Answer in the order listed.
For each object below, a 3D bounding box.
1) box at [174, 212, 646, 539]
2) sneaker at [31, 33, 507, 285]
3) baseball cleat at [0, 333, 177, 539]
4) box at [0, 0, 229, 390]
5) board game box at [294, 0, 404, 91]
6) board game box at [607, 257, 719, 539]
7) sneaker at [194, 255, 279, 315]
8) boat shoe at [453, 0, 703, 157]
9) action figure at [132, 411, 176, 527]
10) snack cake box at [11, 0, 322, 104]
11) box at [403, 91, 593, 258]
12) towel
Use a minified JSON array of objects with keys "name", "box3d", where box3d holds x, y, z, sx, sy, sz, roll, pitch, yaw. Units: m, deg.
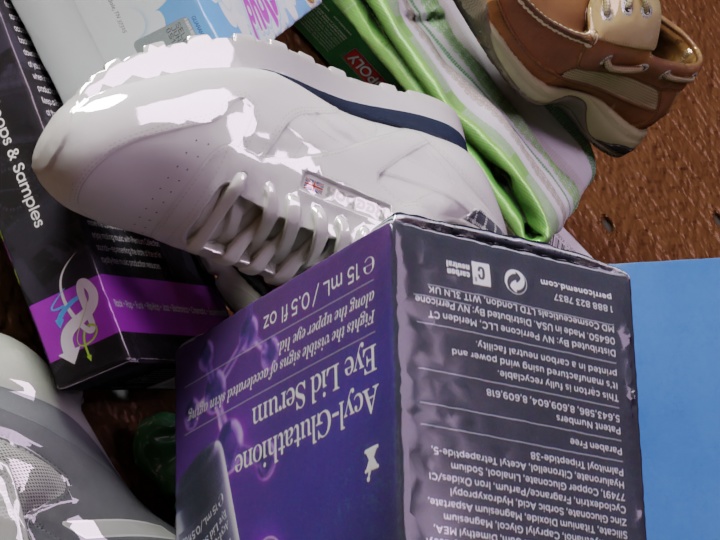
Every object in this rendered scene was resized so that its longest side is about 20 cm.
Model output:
[{"name":"box","box3d":[0.015,0.105,0.967,0.104,0.148,0.201,13,63,-31]},{"name":"sneaker","box3d":[-0.024,-0.026,1.015,0.199,0.076,0.081,5,50,-39]},{"name":"baseball cleat","box3d":[-0.098,0.117,1.019,0.200,0.070,0.106,46,40,-3]},{"name":"box","box3d":[-0.112,-0.052,1.081,0.143,0.036,0.201,10,59,-75]},{"name":"board game box","box3d":[-0.015,-0.169,1.396,0.200,0.029,0.135,47,33,-18]},{"name":"board game box","box3d":[0.111,0.078,1.180,0.039,0.198,0.159,87,0,-69]},{"name":"sneaker","box3d":[0.000,0.000,1.128,0.201,0.085,0.077,54,23,5]},{"name":"boat shoe","box3d":[0.101,-0.118,1.329,0.076,0.074,0.200,60,16,24]},{"name":"action figure","box3d":[-0.016,0.131,1.119,0.200,0.055,0.118,48,34,-4]},{"name":"snack cake box","box3d":[-0.082,-0.128,1.108,0.116,0.067,0.200,63,14,-8]},{"name":"box","box3d":[0.046,0.041,1.262,0.156,0.041,0.201,43,40,-32]},{"name":"towel","box3d":[0.054,-0.086,1.297,0.149,0.031,0.200,51,13,-2]}]
